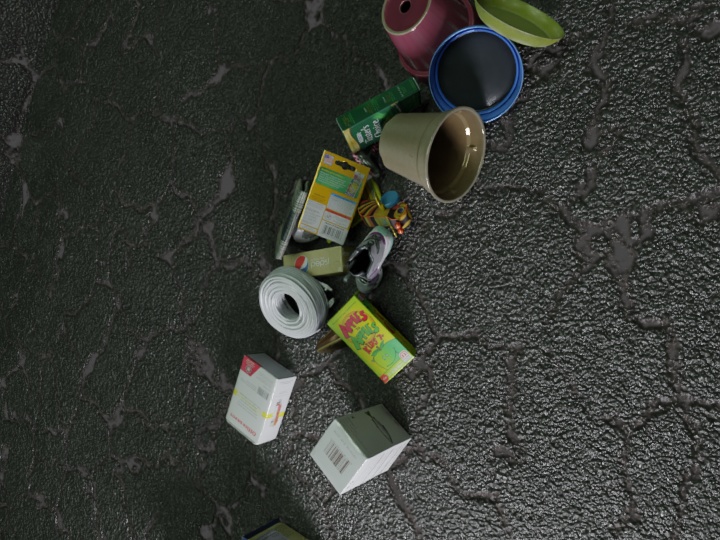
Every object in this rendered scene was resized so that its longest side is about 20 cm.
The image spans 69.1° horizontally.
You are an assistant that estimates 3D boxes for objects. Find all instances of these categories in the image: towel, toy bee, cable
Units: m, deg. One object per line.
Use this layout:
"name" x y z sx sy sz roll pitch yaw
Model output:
"towel" -0.180 -0.141 1.391 0.200 0.034 0.195 -110 41 -69
"toy bee" 0.074 -0.135 1.227 0.199 0.130 0.110 -26 35 42
"cable" -0.178 0.088 1.383 0.198 0.069 0.202 32 127 12
"towel" -0.024 -0.155 1.364 0.199 0.018 0.087 -33 65 29

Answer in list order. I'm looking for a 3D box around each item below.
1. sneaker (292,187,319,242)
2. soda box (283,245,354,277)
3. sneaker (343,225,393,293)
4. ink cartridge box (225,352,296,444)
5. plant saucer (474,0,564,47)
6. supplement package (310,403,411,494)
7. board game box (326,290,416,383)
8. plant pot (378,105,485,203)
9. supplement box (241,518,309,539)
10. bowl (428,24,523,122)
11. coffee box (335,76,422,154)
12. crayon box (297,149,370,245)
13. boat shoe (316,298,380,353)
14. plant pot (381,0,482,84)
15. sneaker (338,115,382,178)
"sneaker" -0.118 -0.166 1.391 0.201 0.078 0.099 -51 45 9
"soda box" -0.110 -0.017 1.385 0.198 0.064 0.069 -8 83 34
"sneaker" 0.000 0.000 1.234 0.077 0.140 0.202 29 132 17
"ink cartridge box" -0.281 0.356 1.468 0.144 0.083 0.203 26 102 32
"plant saucer" 0.316 -0.506 1.062 0.200 0.198 0.031 50 139 25
"supplement package" 0.004 0.403 1.205 0.117 0.199 0.118 43 110 27
"board game box" 0.027 0.158 1.242 0.200 0.048 0.102 45 109 -1
"plant pot" 0.146 -0.272 1.166 0.182 0.199 0.203 27 102 42
"supplement box" -0.212 0.808 1.368 0.198 0.134 0.203 15 96 33
"bowl" 0.246 -0.417 1.116 0.197 0.040 0.203 10 129 12
"coffee box" 0.048 -0.357 1.224 0.198 0.123 0.044 -27 74 3
"crayon box" -0.065 -0.181 1.301 0.124 0.052 0.203 21 103 -3
"boat shoe" -0.034 0.143 1.326 0.199 0.072 0.068 -36 64 20
"plant pot" 0.146 -0.544 1.162 0.198 0.178 0.204 -5 81 35
"sneaker" 0.018 -0.329 1.317 0.095 0.079 0.202 -29 73 17
